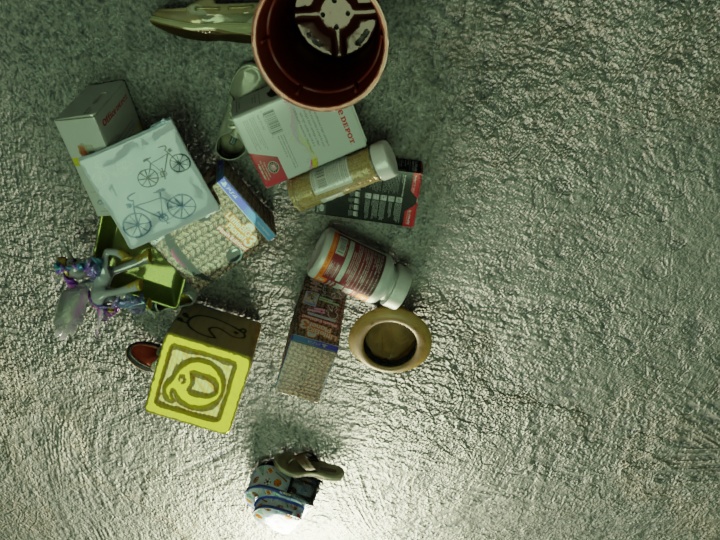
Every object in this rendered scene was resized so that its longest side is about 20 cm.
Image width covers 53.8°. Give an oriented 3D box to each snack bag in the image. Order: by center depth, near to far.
[{"bbox_3d":[-0.376,-0.152,1.263,0.187,0.021,0.201,-24,123,1],"label":"snack bag"}]

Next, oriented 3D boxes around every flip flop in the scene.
[{"bbox_3d":[-0.137,0.523,1.920,0.198,0.081,0.058,13,113,-6],"label":"flip flop"}]

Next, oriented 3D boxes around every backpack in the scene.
[{"bbox_3d":[-0.229,0.630,1.973,0.189,0.155,0.201,29,130,-3],"label":"backpack"}]

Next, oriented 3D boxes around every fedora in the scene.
[{"bbox_3d":[0.067,0.138,1.572,0.198,0.082,0.202,4,130,4],"label":"fedora"}]

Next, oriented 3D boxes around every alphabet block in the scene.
[{"bbox_3d":[-0.342,0.210,1.569,0.193,0.200,0.198,16,106,-8],"label":"alphabet block"}]

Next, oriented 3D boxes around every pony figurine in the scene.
[{"bbox_3d":[-0.528,0.043,1.439,0.198,0.195,0.167,-3,173,7],"label":"pony figurine"}]

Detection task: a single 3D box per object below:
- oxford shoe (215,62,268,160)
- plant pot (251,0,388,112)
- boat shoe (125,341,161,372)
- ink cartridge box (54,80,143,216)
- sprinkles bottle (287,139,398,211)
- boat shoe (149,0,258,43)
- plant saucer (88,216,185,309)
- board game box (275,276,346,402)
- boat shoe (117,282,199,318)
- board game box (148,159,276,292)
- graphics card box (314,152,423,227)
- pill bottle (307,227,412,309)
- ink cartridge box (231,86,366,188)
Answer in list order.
[{"bbox_3d":[-0.216,-0.280,1.285,0.075,0.058,0.201,23,126,-8],"label":"oxford shoe"},{"bbox_3d":[-0.049,-0.373,1.089,0.198,0.196,0.203,3,121,5],"label":"plant pot"},{"bbox_3d":[-0.464,0.222,1.704,0.199,0.072,0.062,27,160,-21],"label":"boat shoe"},{"bbox_3d":[-0.459,-0.224,1.303,0.082,0.146,0.201,-3,128,10],"label":"ink cartridge box"},{"bbox_3d":[-0.033,-0.170,1.281,0.198,0.069,0.069,-18,125,19],"label":"sprinkles bottle"},{"bbox_3d":[-0.249,-0.421,1.175,0.198,0.072,0.066,7,94,7],"label":"boat shoe"},{"bbox_3d":[-0.451,-0.041,1.490,0.198,0.048,0.202,18,114,-6],"label":"plant saucer"},{"bbox_3d":[-0.103,0.145,1.513,0.096,0.201,0.160,16,129,-6],"label":"board game box"},{"bbox_3d":[-0.455,0.066,1.575,0.200,0.087,0.075,-3,129,9],"label":"boat shoe"},{"bbox_3d":[-0.291,-0.086,1.389,0.199,0.097,0.160,-36,119,9],"label":"board game box"},{"bbox_3d":[0.014,-0.158,1.359,0.198,0.051,0.126,7,129,0],"label":"graphics card box"},{"bbox_3d":[0.000,0.000,1.451,0.198,0.110,0.110,25,128,-13],"label":"pill bottle"},{"bbox_3d":[-0.106,-0.257,1.243,0.198,0.083,0.147,-22,125,3],"label":"ink cartridge box"}]
